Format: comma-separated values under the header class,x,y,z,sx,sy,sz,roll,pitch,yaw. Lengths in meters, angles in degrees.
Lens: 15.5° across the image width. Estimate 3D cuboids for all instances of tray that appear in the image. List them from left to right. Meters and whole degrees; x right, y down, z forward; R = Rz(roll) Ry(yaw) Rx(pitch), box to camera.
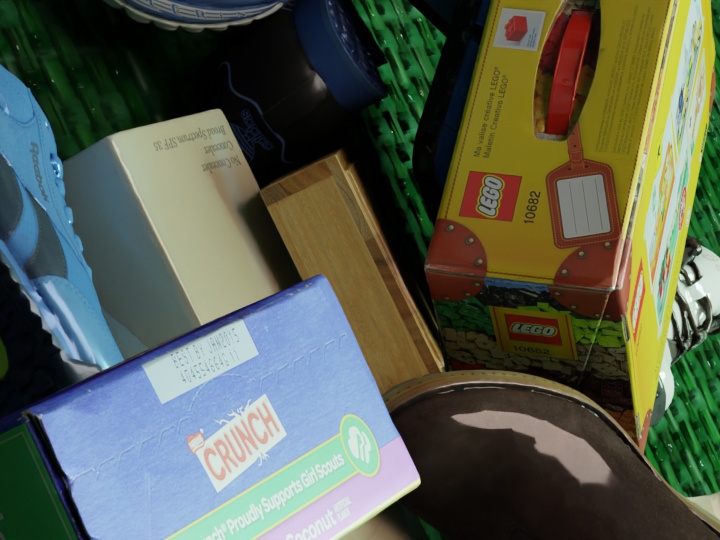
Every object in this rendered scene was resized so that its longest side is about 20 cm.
class,x,y,z,sx,sy,sz,roll,pitch,yaw
tray,0.000,0.000,1.095,0.099,0.037,0.200,64,3,-3

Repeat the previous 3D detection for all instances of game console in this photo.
class,x,y,z,sx,sy,sz,roll,pitch,yaw
game console,0.020,-0.099,1.206,0.200,0.118,0.171,63,42,-68

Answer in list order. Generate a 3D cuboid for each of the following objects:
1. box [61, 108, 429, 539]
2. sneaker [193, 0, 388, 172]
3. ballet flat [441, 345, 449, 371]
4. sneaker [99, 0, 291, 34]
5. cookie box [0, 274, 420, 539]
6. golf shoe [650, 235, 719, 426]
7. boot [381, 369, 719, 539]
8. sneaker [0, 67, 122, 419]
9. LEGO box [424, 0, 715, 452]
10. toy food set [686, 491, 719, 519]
class,x,y,z,sx,sy,sz,roll,pitch,yaw
box,-0.059,0.048,1.001,0.200,0.078,0.095,63,27,1
sneaker,-0.035,-0.092,1.181,0.070,0.078,0.200,56,7,-11
ballet flat,0.076,0.084,1.207,0.069,0.071,0.200,-28,101,-29
sneaker,-0.094,-0.163,1.071,0.200,0.089,0.079,21,49,-32
cookie box,-0.108,0.087,0.757,0.075,0.200,0.171,64,28,1
golf shoe,0.135,0.014,1.264,0.200,0.094,0.078,-107,179,-70
boot,0.098,0.124,0.969,0.200,0.072,0.166,26,23,-27
sneaker,-0.122,-0.022,0.915,0.078,0.066,0.200,-28,78,-39
LEGO box,0.092,-0.043,1.098,0.149,0.077,0.200,74,27,-57
toy food set,0.161,0.153,1.147,0.200,0.060,0.144,9,56,-57
